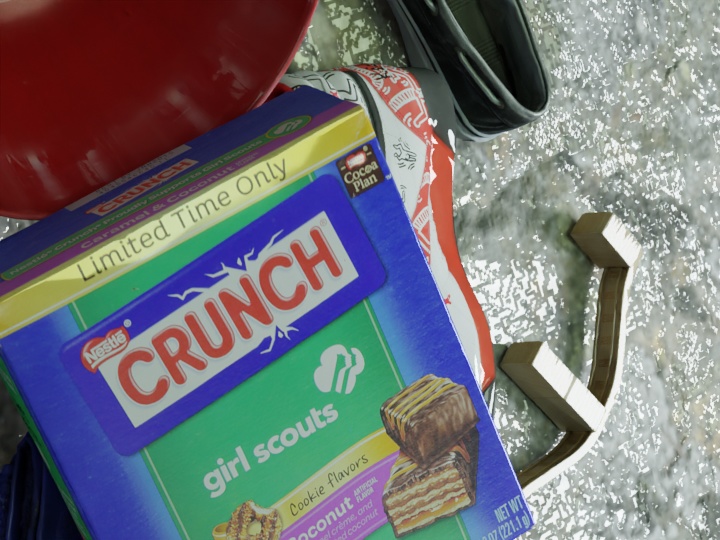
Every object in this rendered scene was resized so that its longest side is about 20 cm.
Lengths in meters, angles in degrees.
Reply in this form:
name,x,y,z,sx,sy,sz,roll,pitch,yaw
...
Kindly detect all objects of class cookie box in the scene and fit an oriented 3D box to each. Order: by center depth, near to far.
name,x,y,z,sx,sy,sz,roll,pitch,yaw
cookie box,-0.044,0.053,0.762,0.171,0.075,0.200,-29,110,-16

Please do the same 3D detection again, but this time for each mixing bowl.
name,x,y,z,sx,sy,sz,roll,pitch,yaw
mixing bowl,-0.123,-0.131,0.742,0.200,0.108,0.201,-25,137,-27

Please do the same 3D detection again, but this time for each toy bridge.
name,x,y,z,sx,sy,sz,roll,pitch,yaw
toy bridge,0.105,0.065,1.017,0.067,0.027,0.200,46,59,-29

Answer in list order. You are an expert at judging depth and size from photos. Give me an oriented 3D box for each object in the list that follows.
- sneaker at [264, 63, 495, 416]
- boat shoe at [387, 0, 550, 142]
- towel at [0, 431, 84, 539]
name,x,y,z,sx,sy,sz,roll,pitch,yaw
sneaker,-0.001,0.000,0.911,0.108,0.067,0.202,-3,84,-39
boat shoe,0.045,-0.162,0.960,0.072,0.071,0.200,-40,110,-35
towel,-0.075,0.143,0.849,0.200,0.049,0.148,4,90,-40
